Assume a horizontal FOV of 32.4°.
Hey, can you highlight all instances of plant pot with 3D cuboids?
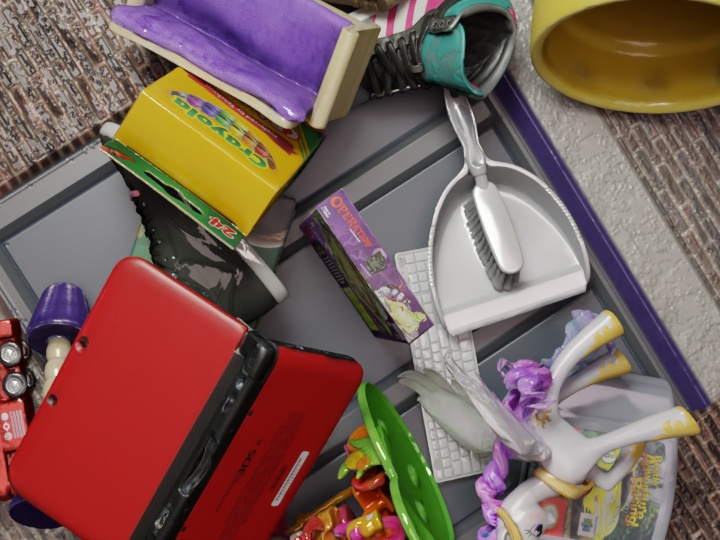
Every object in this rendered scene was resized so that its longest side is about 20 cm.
[{"bbox_3d":[0.243,-0.256,1.014,0.199,0.201,0.190,8,73,-5],"label":"plant pot"}]

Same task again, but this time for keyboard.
[{"bbox_3d":[0.074,0.080,1.074,0.056,0.011,0.202,-10,90,-5],"label":"keyboard"}]

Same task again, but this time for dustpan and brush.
[{"bbox_3d":[0.106,-0.062,1.053,0.139,0.057,0.201,-18,80,-6],"label":"dustpan and brush"}]

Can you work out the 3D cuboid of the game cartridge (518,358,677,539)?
[{"bbox_3d":[0.205,0.186,1.073,0.132,0.041,0.202,10,88,-9],"label":"game cartridge"}]

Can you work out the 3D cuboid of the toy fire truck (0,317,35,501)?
[{"bbox_3d":[-0.341,0.096,1.016,0.140,0.049,0.202,-9,91,-5],"label":"toy fire truck"}]

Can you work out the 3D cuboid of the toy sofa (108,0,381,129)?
[{"bbox_3d":[-0.093,-0.194,0.978,0.199,0.097,0.083,31,114,15],"label":"toy sofa"}]

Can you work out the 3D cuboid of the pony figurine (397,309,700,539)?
[{"bbox_3d":[0.141,0.124,0.992,0.200,0.167,0.194,-37,89,-11],"label":"pony figurine"}]

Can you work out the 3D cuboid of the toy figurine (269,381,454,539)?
[{"bbox_3d":[-0.035,0.211,0.990,0.183,0.200,0.151,-30,115,8],"label":"toy figurine"}]

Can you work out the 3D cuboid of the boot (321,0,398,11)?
[{"bbox_3d":[-0.023,-0.308,1.052,0.199,0.072,0.167,19,67,14],"label":"boot"}]

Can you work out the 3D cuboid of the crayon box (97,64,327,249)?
[{"bbox_3d":[-0.108,-0.101,0.966,0.127,0.200,0.051,36,114,-4],"label":"crayon box"}]

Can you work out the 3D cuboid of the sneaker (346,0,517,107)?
[{"bbox_3d":[0.048,-0.172,1.017,0.199,0.121,0.084,-33,127,-5],"label":"sneaker"}]

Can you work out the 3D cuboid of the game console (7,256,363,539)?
[{"bbox_3d":[-0.124,0.112,0.901,0.119,0.172,0.201,40,105,37],"label":"game console"}]

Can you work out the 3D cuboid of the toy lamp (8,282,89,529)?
[{"bbox_3d":[-0.242,0.099,0.978,0.058,0.058,0.201,-2,53,-5],"label":"toy lamp"}]

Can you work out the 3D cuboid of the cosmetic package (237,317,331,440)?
[{"bbox_3d":[-0.133,0.144,0.979,0.200,0.073,0.104,-39,121,11],"label":"cosmetic package"}]

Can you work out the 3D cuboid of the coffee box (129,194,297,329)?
[{"bbox_3d":[-0.138,0.017,1.039,0.122,0.044,0.201,20,87,-5],"label":"coffee box"}]

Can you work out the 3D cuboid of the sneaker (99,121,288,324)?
[{"bbox_3d":[-0.157,-0.020,0.979,0.099,0.071,0.200,-44,97,-10],"label":"sneaker"}]

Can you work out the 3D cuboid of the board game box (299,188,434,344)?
[{"bbox_3d":[0.000,0.000,0.974,0.032,0.200,0.120,-39,93,-6],"label":"board game box"}]
